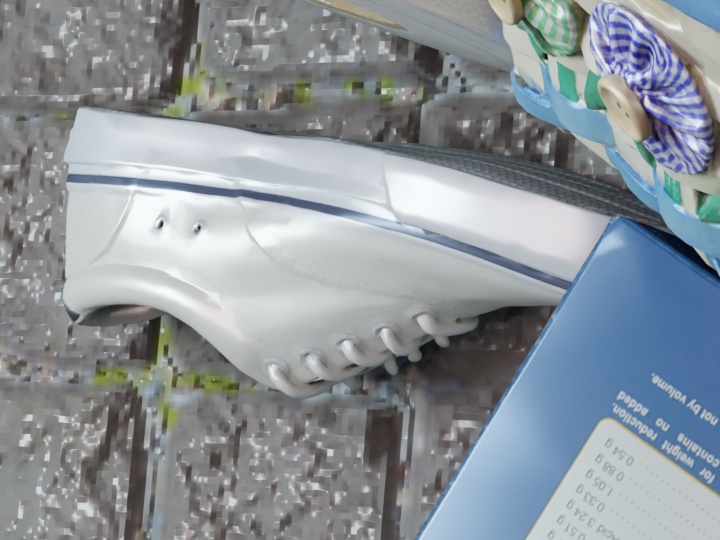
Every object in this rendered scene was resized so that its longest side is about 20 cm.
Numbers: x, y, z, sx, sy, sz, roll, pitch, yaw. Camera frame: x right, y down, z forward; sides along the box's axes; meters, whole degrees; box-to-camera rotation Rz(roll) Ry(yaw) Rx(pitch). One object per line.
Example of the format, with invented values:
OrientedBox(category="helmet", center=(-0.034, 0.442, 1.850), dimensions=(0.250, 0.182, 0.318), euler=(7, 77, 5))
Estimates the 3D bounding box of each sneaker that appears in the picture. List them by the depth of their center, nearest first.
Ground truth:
OrientedBox(category="sneaker", center=(0.000, 0.000, 0.768), dimensions=(0.200, 0.073, 0.071), euler=(10, 96, 39))

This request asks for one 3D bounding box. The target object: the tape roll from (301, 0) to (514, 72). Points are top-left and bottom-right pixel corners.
OrientedBox(category="tape roll", center=(-0.014, -0.144, 0.717), dimensions=(0.202, 0.203, 0.139), euler=(22, 93, 30))

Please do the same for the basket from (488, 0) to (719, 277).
OrientedBox(category="basket", center=(0.099, -0.097, 0.573), dimensions=(0.176, 0.139, 0.200), euler=(47, 142, 49))

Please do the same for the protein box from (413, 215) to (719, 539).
OrientedBox(category="protein box", center=(0.104, 0.130, 0.641), dimensions=(0.198, 0.135, 0.200), euler=(36, 100, 29))
